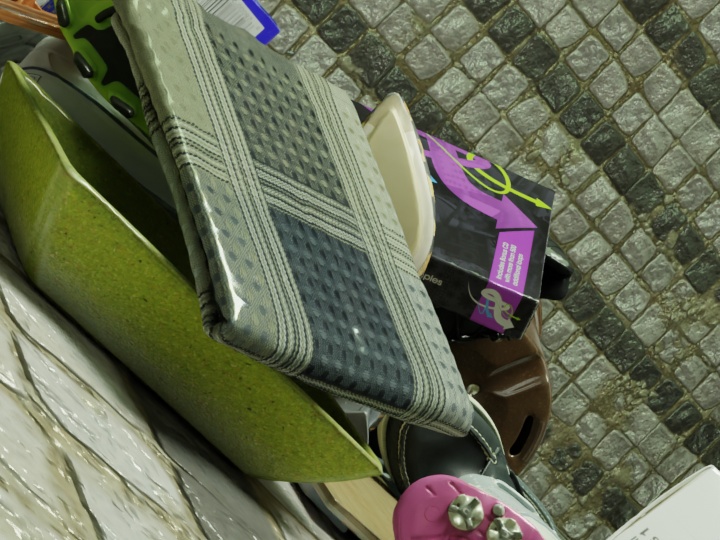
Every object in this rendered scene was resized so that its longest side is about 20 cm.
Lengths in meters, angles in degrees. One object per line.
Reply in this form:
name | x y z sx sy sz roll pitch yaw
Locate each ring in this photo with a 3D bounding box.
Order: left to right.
ring | -0.205 -0.152 0.878 0.199 0.019 0.200 19 6 -2

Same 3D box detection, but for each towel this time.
towel | -0.035 -0.028 0.730 0.192 0.034 0.201 25 38 -52

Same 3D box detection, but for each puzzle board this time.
puzzle board | -0.004 0.125 0.896 0.151 0.017 0.200 45 0 -29

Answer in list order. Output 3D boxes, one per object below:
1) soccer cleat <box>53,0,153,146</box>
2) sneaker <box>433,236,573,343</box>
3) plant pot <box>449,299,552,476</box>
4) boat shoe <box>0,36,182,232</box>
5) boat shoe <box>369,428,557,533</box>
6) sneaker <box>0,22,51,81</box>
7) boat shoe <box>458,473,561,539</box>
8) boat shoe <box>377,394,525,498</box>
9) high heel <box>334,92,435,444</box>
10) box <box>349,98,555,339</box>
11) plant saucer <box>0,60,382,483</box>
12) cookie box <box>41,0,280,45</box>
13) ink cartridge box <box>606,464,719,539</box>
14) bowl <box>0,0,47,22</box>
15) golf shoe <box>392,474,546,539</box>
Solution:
soccer cleat | -0.090 -0.098 0.824 0.201 0.064 0.084 58 19 -9
sneaker | 0.061 0.012 1.039 0.091 0.199 0.076 37 -43 27
plant pot | 0.051 0.067 1.199 0.200 0.200 0.198 46 9 -13
boat shoe | -0.106 -0.047 0.870 0.200 0.073 0.067 48 41 -28
boat shoe | 0.059 0.143 1.069 0.200 0.073 0.062 38 -11 -19
sneaker | -0.147 -0.060 0.940 0.200 0.077 0.089 48 -9 -13
boat shoe | 0.098 0.176 0.928 0.072 0.070 0.201 58 1 41
boat shoe | 0.069 0.152 1.003 0.066 0.074 0.200 -122 -170 -53
high heel | 0.000 0.000 0.917 0.071 0.202 0.143 9 5 -1
box | 0.020 -0.045 0.999 0.199 0.036 0.143 22 32 -3
plant saucer | -0.095 0.008 0.737 0.200 0.048 0.200 46 0 -26
cookie box | -0.164 -0.156 1.113 0.075 0.171 0.200 48 -1 -30
ink cartridge box | 0.181 0.216 0.828 0.146 0.084 0.201 46 -27 26
bowl | -0.293 -0.234 1.002 0.199 0.075 0.200 34 -6 29
golf shoe | 0.082 0.186 0.782 0.200 0.075 0.092 52 -11 4
